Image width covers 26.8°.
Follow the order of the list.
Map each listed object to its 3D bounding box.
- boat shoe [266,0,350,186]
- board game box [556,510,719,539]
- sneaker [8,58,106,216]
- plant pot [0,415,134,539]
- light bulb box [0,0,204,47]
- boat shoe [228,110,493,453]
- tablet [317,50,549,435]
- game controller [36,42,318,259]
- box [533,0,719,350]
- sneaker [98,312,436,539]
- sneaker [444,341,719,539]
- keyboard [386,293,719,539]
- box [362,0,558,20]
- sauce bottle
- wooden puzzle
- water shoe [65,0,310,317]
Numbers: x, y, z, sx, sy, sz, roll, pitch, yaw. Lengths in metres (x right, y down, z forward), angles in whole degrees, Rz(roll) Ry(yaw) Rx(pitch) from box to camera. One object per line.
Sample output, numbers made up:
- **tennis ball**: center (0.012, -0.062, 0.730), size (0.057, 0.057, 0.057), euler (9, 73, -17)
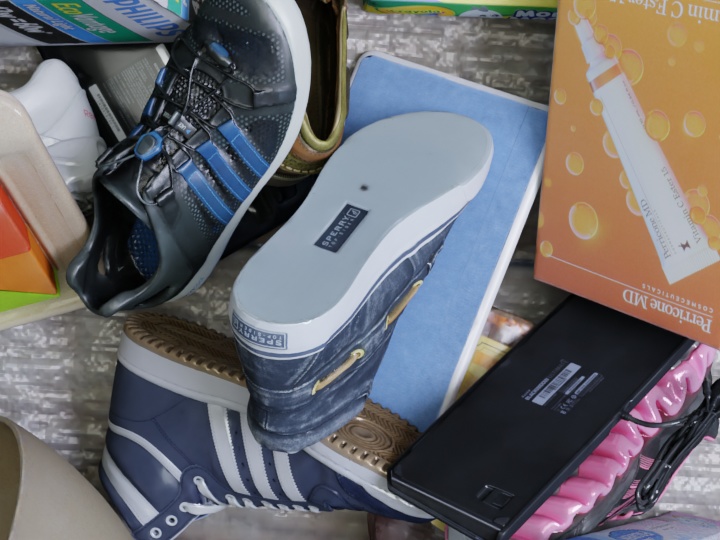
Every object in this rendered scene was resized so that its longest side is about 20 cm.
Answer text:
- **boat shoe**: center (-0.035, -0.148, 0.796), size (0.072, 0.068, 0.201), euler (-5, 81, -27)
- **board game box**: center (0.133, 0.232, 0.774), size (0.043, 0.199, 0.201), euler (10, 91, 27)
- **sneaker**: center (-0.231, -0.057, 0.809), size (0.199, 0.078, 0.100), euler (-16, 77, -4)
- **plant pot**: center (-0.174, 0.193, 0.766), size (0.134, 0.200, 0.201), euler (33, 89, -27)
- **light bulb box**: center (-0.180, -0.217, 0.749), size (0.199, 0.125, 0.200), euler (1, 89, 11)
- **boat shoe**: center (0.000, 0.000, 0.760), size (0.071, 0.091, 0.200), euler (24, 46, 23)
- **tablet**: center (0.019, -0.011, 0.821), size (0.130, 0.014, 0.201), euler (22, 89, 26)
- **game controller**: center (-0.108, -0.104, 0.830), size (0.104, 0.042, 0.201), euler (-29, 93, 12)
- **box**: center (0.170, -0.081, 0.758), size (0.097, 0.124, 0.201), euler (-17, 118, -41)
- **sneaker**: center (-0.050, 0.109, 0.792), size (0.199, 0.070, 0.109), euler (25, 107, 19)
- **sneaker**: center (0.128, 0.109, 0.805), size (0.200, 0.079, 0.096), euler (-39, 128, -25)
- **keyboard**: center (0.118, 0.071, 0.745), size (0.200, 0.127, 0.021), euler (-39, 134, -34)
- **box**: center (0.103, -0.197, 0.832), size (0.199, 0.048, 0.118), euler (1, 92, -5)
- **sauce bottle**: center (0.044, 0.116, 0.828), size (0.066, 0.066, 0.201), euler (20, 91, -4)
- **wooden puzzle**: center (-0.230, -0.005, 0.748), size (0.184, 0.200, 0.037), euler (-15, 65, -3)
- **water shoe**: center (-0.086, -0.054, 0.743), size (0.071, 0.079, 0.201), euler (36, 125, 18)
